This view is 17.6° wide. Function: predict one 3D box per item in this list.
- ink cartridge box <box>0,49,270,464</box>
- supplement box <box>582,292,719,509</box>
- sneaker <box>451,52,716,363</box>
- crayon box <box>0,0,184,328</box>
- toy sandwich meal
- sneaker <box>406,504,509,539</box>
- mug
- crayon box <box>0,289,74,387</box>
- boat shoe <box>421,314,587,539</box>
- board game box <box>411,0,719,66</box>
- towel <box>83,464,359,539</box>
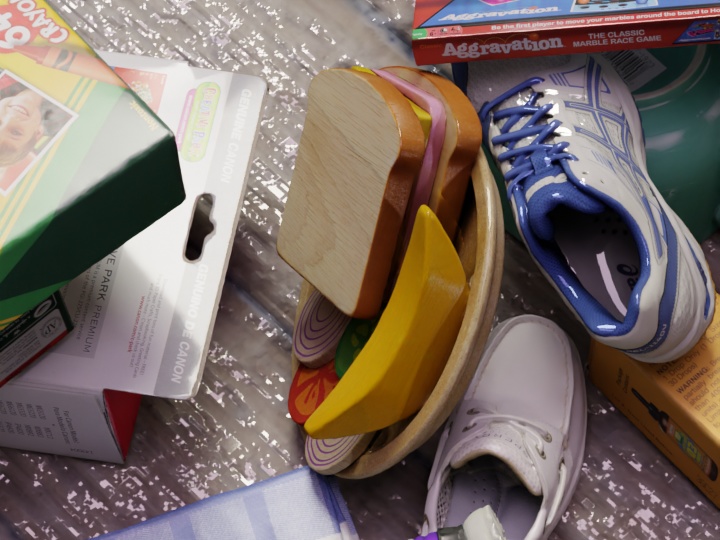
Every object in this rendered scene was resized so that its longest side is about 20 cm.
[{"bbox_3d":[-0.145,-0.011,1.199,0.175,0.084,0.200,8,61,8],"label":"ink cartridge box"},{"bbox_3d":[0.200,0.086,1.148,0.069,0.067,0.200,-39,67,-19],"label":"supplement box"},{"bbox_3d":[0.100,-0.049,1.113,0.075,0.088,0.200,-38,72,19],"label":"sneaker"},{"bbox_3d":[-0.210,-0.062,1.076,0.172,0.058,0.200,-35,61,-18],"label":"crayon box"},{"bbox_3d":[0.000,0.000,1.131,0.070,0.205,0.206,16,56,-27],"label":"toy sandwich meal"},{"bbox_3d":[0.049,0.214,1.051,0.099,0.070,0.201,-20,91,1],"label":"sneaker"},{"bbox_3d":[0.149,-0.092,1.224,0.184,0.115,0.152,2,60,3],"label":"mug"},{"bbox_3d":[-0.269,0.023,1.107,0.200,0.058,0.173,-39,62,-17],"label":"crayon box"},{"bbox_3d":[0.070,0.100,1.140,0.071,0.069,0.200,11,60,9],"label":"boat shoe"},{"bbox_3d":[0.127,-0.145,1.134,0.199,0.019,0.103,-4,42,9],"label":"board game box"},{"bbox_3d":[-0.050,0.198,1.113,0.146,0.024,0.200,-18,59,-7],"label":"towel"}]
